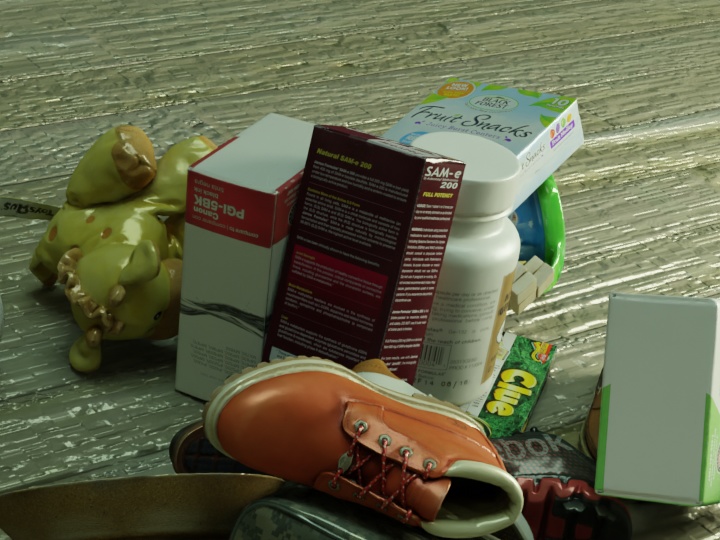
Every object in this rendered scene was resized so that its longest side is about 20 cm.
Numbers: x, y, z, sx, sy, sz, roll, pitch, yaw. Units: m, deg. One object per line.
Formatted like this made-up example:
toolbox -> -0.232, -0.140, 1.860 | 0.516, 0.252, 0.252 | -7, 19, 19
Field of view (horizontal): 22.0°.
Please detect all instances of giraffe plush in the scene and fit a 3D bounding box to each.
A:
giraffe plush -> -0.189, -0.008, 1.513 | 0.200, 0.173, 0.162 | -8, 39, -15

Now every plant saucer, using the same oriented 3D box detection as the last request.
plant saucer -> -0.147, 0.164, 1.220 | 0.200, 0.035, 0.200 | -5, -12, -1

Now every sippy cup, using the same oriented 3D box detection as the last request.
sippy cup -> 0.103, -0.041, 1.693 | 0.130, 0.140, 0.178 | -9, 6, -13

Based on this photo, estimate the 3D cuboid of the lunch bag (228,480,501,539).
lunch bag -> 0.018, 0.213, 1.182 | 0.200, 0.139, 0.168 | 22, 13, 21

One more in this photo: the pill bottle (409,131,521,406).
pill bottle -> 0.066, -0.002, 1.470 | 0.114, 0.200, 0.114 | 8, 27, -4

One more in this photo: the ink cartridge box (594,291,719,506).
ink cartridge box -> 0.248, 0.095, 1.371 | 0.084, 0.146, 0.200 | 3, -3, 26

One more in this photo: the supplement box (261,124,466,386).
supplement box -> 0.000, 0.000, 1.394 | 0.109, 0.200, 0.061 | 20, 12, 34

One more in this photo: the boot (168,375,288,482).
boot -> -0.088, 0.123, 1.370 | 0.097, 0.075, 0.200 | 20, 10, 39

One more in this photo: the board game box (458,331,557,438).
board game box -> 0.092, 0.101, 1.525 | 0.105, 0.023, 0.200 | 17, 29, 10

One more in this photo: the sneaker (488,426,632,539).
sneaker -> 0.103, 0.157, 1.372 | 0.200, 0.071, 0.098 | 13, 28, 3

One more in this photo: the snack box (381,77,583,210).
snack box -> 0.083, -0.094, 1.624 | 0.142, 0.053, 0.200 | 15, 42, 35

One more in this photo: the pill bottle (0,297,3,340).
pill bottle -> -0.372, 0.052, 1.372 | 0.111, 0.111, 0.200 | 25, 32, 27

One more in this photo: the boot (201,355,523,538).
boot -> 0.005, 0.111, 1.124 | 0.200, 0.075, 0.107 | 12, 17, -25

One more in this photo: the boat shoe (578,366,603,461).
boat shoe -> 0.220, 0.104, 1.510 | 0.072, 0.068, 0.200 | 12, 29, 0

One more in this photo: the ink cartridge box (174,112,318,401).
ink cartridge box -> -0.077, -0.005, 1.482 | 0.083, 0.200, 0.147 | 16, 28, 20

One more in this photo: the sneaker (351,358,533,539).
sneaker -> 0.059, 0.137, 1.289 | 0.073, 0.200, 0.085 | -28, 26, 24

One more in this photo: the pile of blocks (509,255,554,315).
pile of blocks -> 0.065, 0.000, 1.582 | 0.200, 0.062, 0.082 | -8, 66, 0
